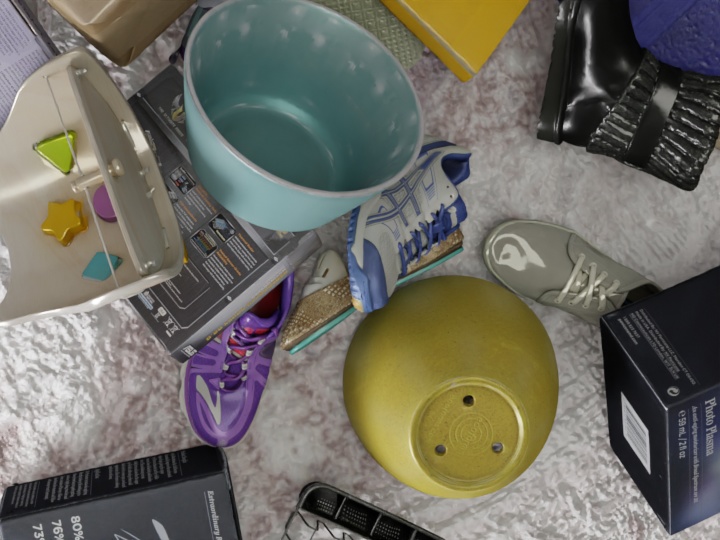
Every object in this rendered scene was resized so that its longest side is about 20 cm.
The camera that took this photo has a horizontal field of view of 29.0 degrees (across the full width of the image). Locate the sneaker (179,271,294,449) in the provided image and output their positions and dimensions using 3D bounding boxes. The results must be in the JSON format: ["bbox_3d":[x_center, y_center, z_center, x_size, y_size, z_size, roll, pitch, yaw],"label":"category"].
[{"bbox_3d":[-0.106,0.059,1.215,0.080,0.083,0.201,14,95,-12],"label":"sneaker"}]

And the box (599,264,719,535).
[{"bbox_3d":[0.331,0.102,1.236,0.197,0.124,0.201,-24,137,-7],"label":"box"}]

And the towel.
[{"bbox_3d":[0.290,-0.235,1.250,0.200,0.050,0.148,45,113,-5],"label":"towel"}]

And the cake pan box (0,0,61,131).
[{"bbox_3d":[-0.345,-0.165,1.116,0.183,0.052,0.200,-30,121,7],"label":"cake pan box"}]

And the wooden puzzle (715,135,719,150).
[{"bbox_3d":[0.420,-0.212,1.299,0.184,0.046,0.202,-1,97,-10],"label":"wooden puzzle"}]

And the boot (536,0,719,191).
[{"bbox_3d":[0.248,-0.182,1.205,0.157,0.079,0.212,18,127,16],"label":"boot"}]

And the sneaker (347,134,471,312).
[{"bbox_3d":[0.044,-0.047,1.177,0.087,0.201,0.076,8,140,11],"label":"sneaker"}]

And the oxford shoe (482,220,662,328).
[{"bbox_3d":[0.205,0.011,1.273,0.199,0.058,0.076,27,94,-11],"label":"oxford shoe"}]

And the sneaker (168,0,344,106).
[{"bbox_3d":[-0.066,-0.165,1.211,0.199,0.074,0.088,32,104,-3],"label":"sneaker"}]

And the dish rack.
[{"bbox_3d":[-0.025,0.303,1.274,0.153,0.055,0.201,26,92,-12],"label":"dish rack"}]

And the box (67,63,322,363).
[{"bbox_3d":[-0.155,-0.049,1.173,0.158,0.048,0.200,-40,77,-4],"label":"box"}]

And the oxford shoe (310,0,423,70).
[{"bbox_3d":[-0.025,-0.245,1.207,0.199,0.058,0.075,32,118,-19],"label":"oxford shoe"}]

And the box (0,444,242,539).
[{"bbox_3d":[-0.201,0.249,1.209,0.198,0.104,0.149,-10,98,-10],"label":"box"}]

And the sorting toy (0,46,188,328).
[{"bbox_3d":[-0.248,-0.042,1.111,0.179,0.107,0.201,-24,76,8],"label":"sorting toy"}]

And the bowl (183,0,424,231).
[{"bbox_3d":[-0.059,-0.111,1.110,0.199,0.105,0.202,13,52,-18],"label":"bowl"}]

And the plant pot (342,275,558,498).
[{"bbox_3d":[0.085,0.119,1.211,0.198,0.142,0.202,-1,104,-2],"label":"plant pot"}]

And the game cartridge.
[{"bbox_3d":[0.066,-0.290,1.200,0.200,0.032,0.177,42,64,-11],"label":"game cartridge"}]

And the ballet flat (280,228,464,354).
[{"bbox_3d":[0.000,0.000,1.232,0.199,0.070,0.066,-31,91,-23],"label":"ballet flat"}]

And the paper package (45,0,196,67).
[{"bbox_3d":[-0.203,-0.301,1.111,0.191,0.103,0.200,-44,78,-3],"label":"paper package"}]
